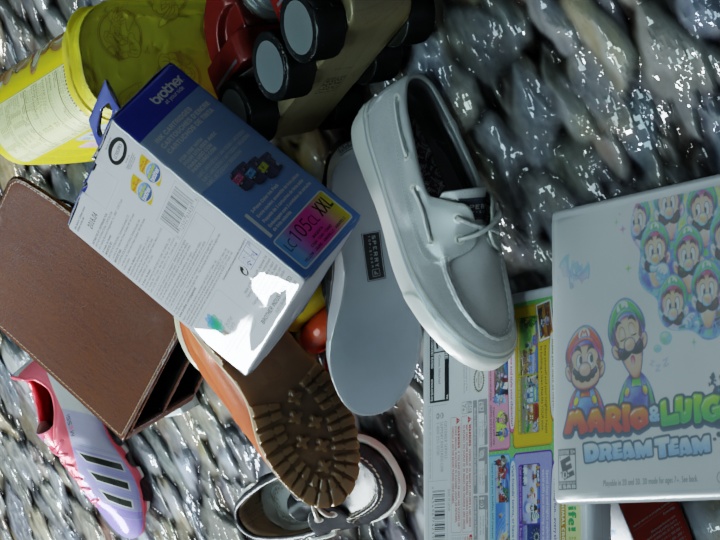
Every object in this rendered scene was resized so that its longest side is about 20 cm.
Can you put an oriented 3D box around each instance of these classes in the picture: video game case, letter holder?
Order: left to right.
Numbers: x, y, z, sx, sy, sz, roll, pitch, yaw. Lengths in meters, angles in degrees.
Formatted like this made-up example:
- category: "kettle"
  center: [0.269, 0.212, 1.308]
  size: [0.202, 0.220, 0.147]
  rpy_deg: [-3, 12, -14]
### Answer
- category: "letter holder"
  center: [-0.215, 0.014, 1.597]
  size: [0.200, 0.100, 0.143]
  rpy_deg: [39, 122, 15]
- category: "video game case"
  center: [0.101, 0.117, 1.264]
  size: [0.181, 0.022, 0.202]
  rpy_deg: [-15, 72, 56]
- category: "video game case"
  center: [0.182, 0.042, 1.112]
  size: [0.199, 0.023, 0.184]
  rpy_deg: [-12, 75, 55]

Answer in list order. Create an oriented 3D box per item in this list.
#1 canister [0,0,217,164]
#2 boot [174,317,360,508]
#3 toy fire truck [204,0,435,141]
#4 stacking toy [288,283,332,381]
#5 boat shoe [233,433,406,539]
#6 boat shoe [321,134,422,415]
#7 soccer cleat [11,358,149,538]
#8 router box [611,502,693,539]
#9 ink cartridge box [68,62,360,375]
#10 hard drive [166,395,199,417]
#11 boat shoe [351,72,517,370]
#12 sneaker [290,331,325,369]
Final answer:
- category: "canister"
  center: [-0.185, -0.139, 1.441]
  size: [0.199, 0.147, 0.088]
  rpy_deg: [-16, 82, 57]
- category: "boot"
  center: [-0.072, 0.086, 1.420]
  size: [0.201, 0.075, 0.107]
  rpy_deg: [59, 160, -4]
- category: "toy fire truck"
  center: [-0.067, -0.205, 1.280]
  size: [0.176, 0.128, 0.202]
  rpy_deg: [-45, 63, 55]
- category: "stacking toy"
  center: [-0.047, 0.012, 1.421]
  size: [0.201, 0.085, 0.085]
  rpy_deg: [54, 145, 7]
- category: "boat shoe"
  center: [-0.036, 0.180, 1.527]
  size: [0.199, 0.060, 0.075]
  rpy_deg: [-17, 97, 55]
- category: "boat shoe"
  center: [0.000, 0.000, 1.353]
  size: [0.066, 0.069, 0.202]
  rpy_deg: [-119, 21, -69]
- category: "soccer cleat"
  center: [-0.265, 0.169, 1.809]
  size: [0.066, 0.076, 0.202]
  rpy_deg: [-8, 104, 54]
- category: "router box"
  center: [0.148, 0.204, 1.309]
  size: [0.199, 0.049, 0.181]
  rpy_deg: [-13, 101, 55]
- category: "ink cartridge box"
  center: [-0.114, -0.043, 1.297]
  size: [0.199, 0.076, 0.137]
  rpy_deg: [38, 142, 3]
- category: "hard drive"
  center: [-0.221, 0.037, 1.709]
  size: [0.131, 0.026, 0.202]
  rpy_deg: [-13, 101, 55]
- category: "boat shoe"
  center: [0.060, -0.035, 1.249]
  size: [0.068, 0.071, 0.202]
  rpy_deg: [-42, 59, 49]
- category: "sneaker"
  center: [-0.084, 0.029, 1.499]
  size: [0.077, 0.076, 0.201]
  rpy_deg: [-36, 82, 34]
